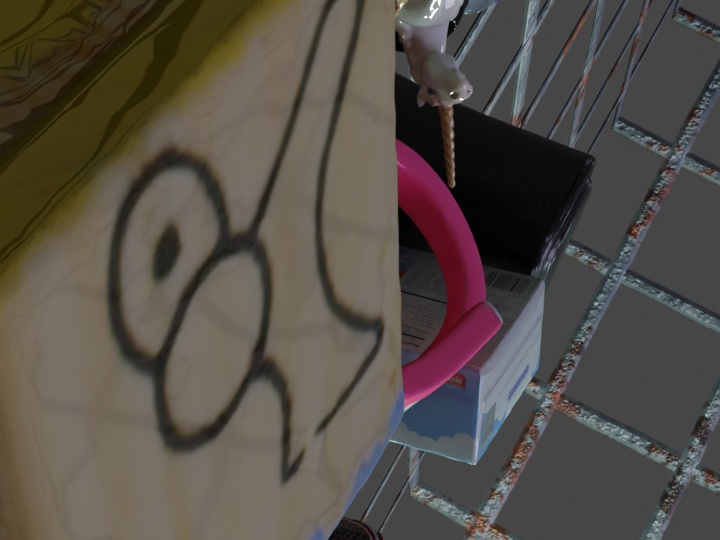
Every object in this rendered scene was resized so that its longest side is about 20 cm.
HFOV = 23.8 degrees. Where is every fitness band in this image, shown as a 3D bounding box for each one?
[{"bbox_3d":[0.000,0.000,0.882,0.037,0.144,0.200,-38,179,37],"label":"fitness band"}]

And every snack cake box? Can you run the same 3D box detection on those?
[{"bbox_3d":[-0.001,0.037,1.027,0.115,0.198,0.068,-48,146,-52],"label":"snack cake box"}]

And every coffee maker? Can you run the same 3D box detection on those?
[{"bbox_3d":[0.039,-0.055,1.086,0.192,0.199,0.135,90,25,-67],"label":"coffee maker"}]

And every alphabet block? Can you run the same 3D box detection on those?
[{"bbox_3d":[-0.111,0.001,0.468,0.196,0.195,0.201,-54,152,-42],"label":"alphabet block"}]

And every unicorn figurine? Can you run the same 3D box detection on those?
[{"bbox_3d":[0.015,-0.144,0.835,0.074,0.199,0.137,-57,-167,-21],"label":"unicorn figurine"}]

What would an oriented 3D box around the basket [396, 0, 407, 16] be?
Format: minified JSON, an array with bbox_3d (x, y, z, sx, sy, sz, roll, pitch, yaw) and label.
[{"bbox_3d":[-0.056,-0.045,0.741,0.201,0.148,0.143,-60,150,-17],"label":"basket"}]

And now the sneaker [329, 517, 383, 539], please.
[{"bbox_3d":[-0.081,0.155,0.897,0.081,0.198,0.075,-107,-157,-45],"label":"sneaker"}]

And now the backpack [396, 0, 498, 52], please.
[{"bbox_3d":[0.051,-0.233,0.938,0.201,0.126,0.167,-61,166,-27],"label":"backpack"}]
